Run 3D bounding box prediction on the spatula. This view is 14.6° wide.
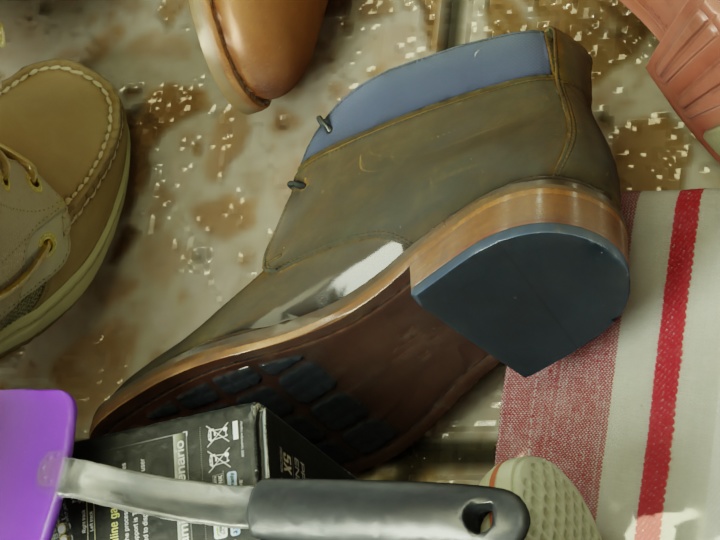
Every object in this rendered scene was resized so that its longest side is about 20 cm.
[{"bbox_3d":[-0.046,0.064,0.795,0.199,0.021,0.057,3,69,20],"label":"spatula"}]

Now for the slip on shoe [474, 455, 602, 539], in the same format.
[{"bbox_3d":[0.037,0.152,0.786,0.061,0.074,0.201,-1,84,30],"label":"slip on shoe"}]

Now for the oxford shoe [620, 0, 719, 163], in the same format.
[{"bbox_3d":[0.101,-0.122,0.864,0.074,0.071,0.200,-28,85,-22],"label":"oxford shoe"}]

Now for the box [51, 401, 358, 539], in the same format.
[{"bbox_3d":[-0.079,0.159,0.835,0.163,0.086,0.201,-14,64,18],"label":"box"}]

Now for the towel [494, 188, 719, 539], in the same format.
[{"bbox_3d":[0.136,0.044,0.825,0.199,0.023,0.145,0,69,23],"label":"towel"}]

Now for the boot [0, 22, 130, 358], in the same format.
[{"bbox_3d":[-0.129,-0.042,0.865,0.072,0.155,0.200,23,45,15],"label":"boot"}]

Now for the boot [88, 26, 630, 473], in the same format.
[{"bbox_3d":[0.000,0.000,0.881,0.200,0.075,0.097,-24,43,29],"label":"boot"}]

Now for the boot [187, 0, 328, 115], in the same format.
[{"bbox_3d":[0.027,-0.147,0.930,0.155,0.077,0.201,1,63,20],"label":"boot"}]
